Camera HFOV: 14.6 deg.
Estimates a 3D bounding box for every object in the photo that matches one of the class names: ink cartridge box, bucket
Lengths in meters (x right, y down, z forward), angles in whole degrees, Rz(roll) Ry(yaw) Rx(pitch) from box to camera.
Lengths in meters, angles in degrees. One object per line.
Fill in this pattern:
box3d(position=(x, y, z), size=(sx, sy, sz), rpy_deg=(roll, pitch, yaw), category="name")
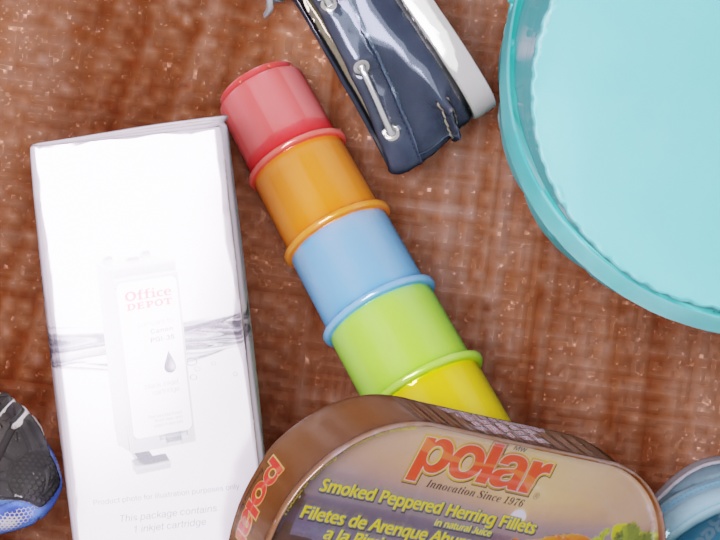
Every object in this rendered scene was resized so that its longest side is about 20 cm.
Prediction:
box3d(position=(-0.087, 0.039, 1.179), size=(0.083, 0.147, 0.200), rpy_deg=(-6, 92, -4), category="ink cartridge box")
box3d(position=(0.156, -0.072, 1.174), size=(0.207, 0.135, 0.208), rpy_deg=(0, 92, 3), category="bucket")

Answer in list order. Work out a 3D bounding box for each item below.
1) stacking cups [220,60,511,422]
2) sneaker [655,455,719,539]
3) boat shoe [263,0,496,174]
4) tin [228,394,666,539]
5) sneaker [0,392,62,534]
box3d(position=(0.000, 0.000, 1.192), size=(0.060, 0.061, 0.200), rpy_deg=(-29, 74, 3), category="stacking cups")
box3d(position=(0.110, 0.164, 1.213), size=(0.074, 0.082, 0.200), rpy_deg=(33, 92, 3), category="sneaker")
box3d(position=(-0.024, -0.132, 1.206), size=(0.062, 0.075, 0.200), rpy_deg=(-38, 94, -5), category="boat shoe")
box3d(position=(0.036, 0.110, 1.126), size=(0.200, 0.042, 0.112), rpy_deg=(15, 108, -37), category="tin")
box3d(position=(-0.183, 0.112, 1.193), size=(0.089, 0.200, 0.079), rpy_deg=(52, 49, -14), category="sneaker")
